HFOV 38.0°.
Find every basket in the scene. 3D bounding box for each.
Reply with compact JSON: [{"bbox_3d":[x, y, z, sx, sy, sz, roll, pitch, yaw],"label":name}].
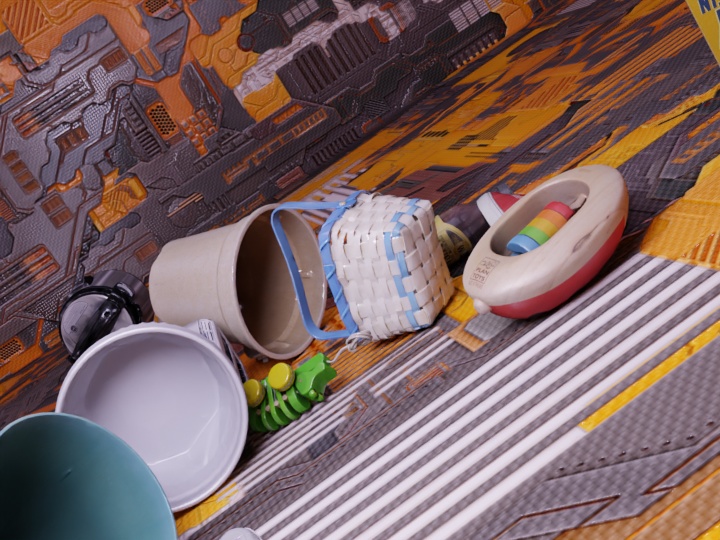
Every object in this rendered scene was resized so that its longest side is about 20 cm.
[{"bbox_3d":[0.000,0.000,1.216,0.198,0.178,0.139,-4,26,27],"label":"basket"}]

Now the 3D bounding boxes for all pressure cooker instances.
[{"bbox_3d":[-0.519,0.101,2.135,0.177,0.178,0.200,-7,16,4],"label":"pressure cooker"}]

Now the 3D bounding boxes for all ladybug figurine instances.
[{"bbox_3d":[0.184,-0.021,1.013,0.200,0.072,0.135,-41,27,-14],"label":"ladybug figurine"}]

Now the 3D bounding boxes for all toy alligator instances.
[{"bbox_3d":[-0.066,0.132,1.151,0.199,0.059,0.055,-29,53,20],"label":"toy alligator"}]

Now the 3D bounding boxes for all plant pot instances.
[{"bbox_3d":[-0.174,0.018,1.404,0.182,0.202,0.201,-3,28,34],"label":"plant pot"},{"bbox_3d":[-0.290,0.257,0.938,0.161,0.201,0.201,-42,8,25],"label":"plant pot"}]

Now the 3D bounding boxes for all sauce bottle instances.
[{"bbox_3d":[0.110,-0.042,1.330,0.199,0.066,0.066,-34,12,4],"label":"sauce bottle"}]

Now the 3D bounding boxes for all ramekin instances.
[{"bbox_3d":[-0.222,0.149,1.121,0.199,0.201,0.105,-34,13,-5],"label":"ramekin"}]

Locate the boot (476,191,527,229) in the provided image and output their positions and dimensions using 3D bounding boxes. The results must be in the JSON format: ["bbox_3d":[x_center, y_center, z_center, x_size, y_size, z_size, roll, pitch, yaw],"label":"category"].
[{"bbox_3d":[0.214,-0.069,1.167,0.144,0.073,0.200,-33,20,1],"label":"boot"}]

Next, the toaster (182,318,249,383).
[{"bbox_3d":[-0.206,0.147,1.267,0.128,0.114,0.200,-31,29,0],"label":"toaster"}]

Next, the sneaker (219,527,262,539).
[{"bbox_3d":[-0.139,0.256,0.782,0.074,0.082,0.200,-23,16,39],"label":"sneaker"}]

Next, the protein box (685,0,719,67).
[{"bbox_3d":[0.478,-0.355,1.270,0.134,0.201,0.199,-25,14,32],"label":"protein box"}]

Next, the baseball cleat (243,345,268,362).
[{"bbox_3d":[-0.142,0.051,1.520,0.069,0.107,0.200,-24,17,17],"label":"baseball cleat"}]
